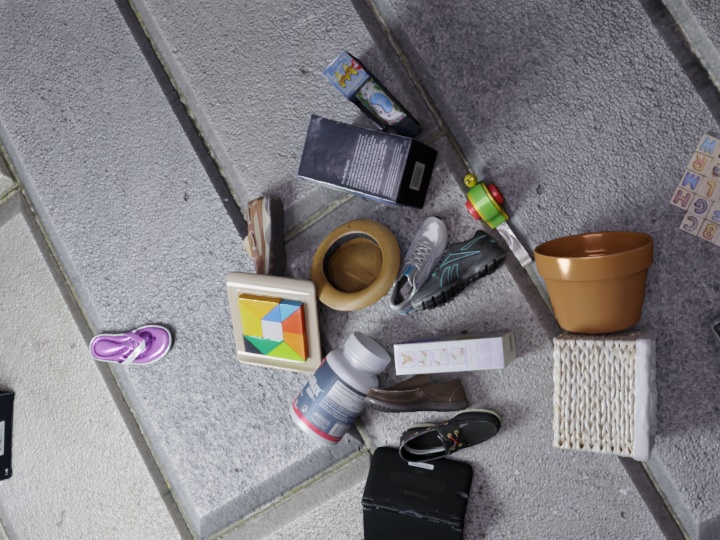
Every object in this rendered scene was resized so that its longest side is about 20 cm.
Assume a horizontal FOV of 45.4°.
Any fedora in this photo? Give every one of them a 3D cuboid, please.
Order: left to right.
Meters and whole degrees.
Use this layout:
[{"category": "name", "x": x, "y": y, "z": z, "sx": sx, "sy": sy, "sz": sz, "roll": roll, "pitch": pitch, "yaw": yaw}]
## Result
[{"category": "fedora", "x": 0.000, "y": 0.000, "z": 1.641, "sx": 0.198, "sy": 0.082, "sz": 0.203, "roll": -14, "pitch": 58, "yaw": 24}]

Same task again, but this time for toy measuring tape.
[{"category": "toy measuring tape", "x": 0.249, "y": -0.094, "z": 1.582, "sx": 0.073, "sy": 0.073, "sz": 0.201, "roll": -34, "pitch": 80, "yaw": 15}]

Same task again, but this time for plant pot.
[{"category": "plant pot", "x": 0.403, "y": 0.022, "z": 1.475, "sx": 0.198, "sy": 0.200, "sz": 0.142, "roll": -5, "pitch": 101, "yaw": 18}]

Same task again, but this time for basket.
[{"category": "basket", "x": 0.420, "y": 0.203, "z": 1.464, "sx": 0.159, "sy": 0.198, "sz": 0.203, "roll": -1, "pitch": 91, "yaw": 22}]

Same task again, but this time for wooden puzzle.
[{"category": "wooden puzzle", "x": -0.168, "y": 0.106, "z": 1.668, "sx": 0.183, "sy": 0.037, "sz": 0.202, "roll": 7, "pitch": 119, "yaw": 16}]

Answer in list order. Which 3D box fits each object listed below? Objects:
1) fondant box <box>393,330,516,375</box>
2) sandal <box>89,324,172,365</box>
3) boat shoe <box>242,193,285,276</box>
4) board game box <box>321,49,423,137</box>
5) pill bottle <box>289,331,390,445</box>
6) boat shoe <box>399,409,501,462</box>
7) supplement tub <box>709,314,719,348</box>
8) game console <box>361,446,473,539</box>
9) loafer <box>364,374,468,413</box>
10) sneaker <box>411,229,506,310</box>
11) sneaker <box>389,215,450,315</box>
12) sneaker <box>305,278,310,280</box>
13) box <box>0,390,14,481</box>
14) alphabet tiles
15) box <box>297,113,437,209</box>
[{"category": "fondant box", "x": 0.174, "y": 0.148, "z": 1.568, "sx": 0.197, "sy": 0.144, "sz": 0.059, "roll": -7, "pitch": 89, "yaw": 18}, {"category": "sandal", "x": -0.495, "y": 0.165, "z": 1.834, "sx": 0.200, "sy": 0.050, "sz": 0.084, "roll": -10, "pitch": 87, "yaw": 18}, {"category": "boat shoe", "x": -0.196, "y": -0.050, "z": 1.730, "sx": 0.071, "sy": 0.076, "sz": 0.203, "roll": -4, "pitch": 80, "yaw": 21}, {"category": "board game box", "x": 0.012, "y": -0.326, "z": 1.589, "sx": 0.062, "sy": 0.200, "sz": 0.200, "roll": -44, "pitch": 77, "yaw": 12}, {"category": "pill bottle", "x": -0.035, "y": 0.222, "z": 1.649, "sx": 0.119, "sy": 0.119, "sz": 0.201, "roll": 39, "pitch": 100, "yaw": 14}, {"category": "boat shoe", "x": 0.166, "y": 0.312, "z": 1.605, "sx": 0.199, "sy": 0.063, "sz": 0.074, "roll": -16, "pitch": 110, "yaw": 18}, {"category": "supplement tub", "x": 0.690, "y": 0.092, "z": 1.411, "sx": 0.199, "sy": 0.122, "sz": 0.124, "roll": -29, "pitch": 82, "yaw": 15}, {"category": "game console", "x": 0.110, "y": 0.454, "z": 1.656, "sx": 0.197, "sy": 0.117, "sz": 0.178, "roll": 8, "pitch": 63, "yaw": 17}, {"category": "loafer", "x": 0.103, "y": 0.228, "z": 1.611, "sx": 0.197, "sy": 0.073, "sz": 0.072, "roll": 3, "pitch": 76, "yaw": -15}, {"category": "sneaker", "x": 0.173, "y": 0.002, "z": 1.604, "sx": 0.199, "sy": 0.076, "sz": 0.080, "roll": -33, "pitch": 69, "yaw": -3}, {"category": "sneaker", "x": 0.108, "y": -0.008, "z": 1.620, "sx": 0.074, "sy": 0.087, "sz": 0.202, "roll": 23, "pitch": 96, "yaw": 18}, {"category": "sneaker", "x": -0.135, "y": 0.082, "z": 1.714, "sx": 0.199, "sy": 0.076, "sz": 0.091, "roll": -30, "pitch": 90, "yaw": 23}, {"category": "box", "x": -0.898, "y": 0.370, "z": 1.933, "sx": 0.197, "sy": 0.117, "sz": 0.200, "roll": 2, "pitch": 91, "yaw": 19}, {"category": "alphabet tiles", "x": 0.641, "y": -0.143, "z": 1.487, "sx": 0.165, "sy": 0.006, "sz": 0.202, "roll": 27, "pitch": 98, "yaw": 16}, {"category": "box", "x": 0.016, "y": -0.196, "z": 1.590, "sx": 0.196, "sy": 0.200, "sz": 0.125, "roll": 17, "pitch": 96, "yaw": 18}]
